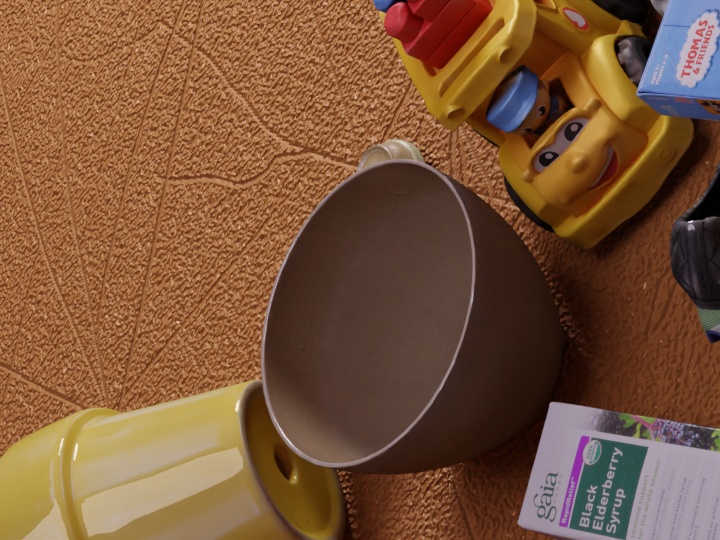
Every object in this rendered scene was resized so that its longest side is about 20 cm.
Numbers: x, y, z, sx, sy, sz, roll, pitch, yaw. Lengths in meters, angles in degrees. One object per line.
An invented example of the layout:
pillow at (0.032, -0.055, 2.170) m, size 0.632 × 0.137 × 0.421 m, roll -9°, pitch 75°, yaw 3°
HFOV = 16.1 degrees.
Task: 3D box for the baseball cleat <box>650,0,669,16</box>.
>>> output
baseball cleat at (0.249, -0.235, 1.565) m, size 0.200 × 0.070 × 0.107 m, roll -31°, pitch 46°, yaw 35°

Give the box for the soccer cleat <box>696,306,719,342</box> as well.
soccer cleat at (0.269, 0.034, 1.439) m, size 0.200 × 0.065 × 0.084 m, roll 23°, pitch 122°, yaw 49°

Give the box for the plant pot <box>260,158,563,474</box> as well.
plant pot at (0.050, 0.044, 1.627) m, size 0.200 × 0.134 × 0.200 m, roll -24°, pitch 56°, yaw 42°

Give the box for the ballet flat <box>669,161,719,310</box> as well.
ballet flat at (0.226, -0.047, 1.449) m, size 0.066 × 0.057 × 0.200 m, roll 2°, pitch 31°, yaw 23°

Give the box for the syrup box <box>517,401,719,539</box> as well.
syrup box at (0.189, 0.132, 1.459) m, size 0.200 × 0.081 × 0.079 m, roll 7°, pitch 78°, yaw 51°

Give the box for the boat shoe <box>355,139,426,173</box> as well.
boat shoe at (-0.002, 0.001, 1.769) m, size 0.073 × 0.063 × 0.201 m, roll 2°, pitch 76°, yaw 51°

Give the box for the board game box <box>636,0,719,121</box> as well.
board game box at (0.265, -0.153, 1.432) m, size 0.200 × 0.037 × 0.151 m, roll 11°, pitch 75°, yaw 42°

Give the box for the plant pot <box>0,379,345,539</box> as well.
plant pot at (-0.121, 0.170, 1.750) m, size 0.189 × 0.201 × 0.201 m, roll -28°, pitch 52°, yaw 21°

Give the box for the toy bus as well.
toy bus at (0.093, -0.134, 1.612) m, size 0.136 × 0.192 × 0.200 m, roll -47°, pitch 44°, yaw 25°
